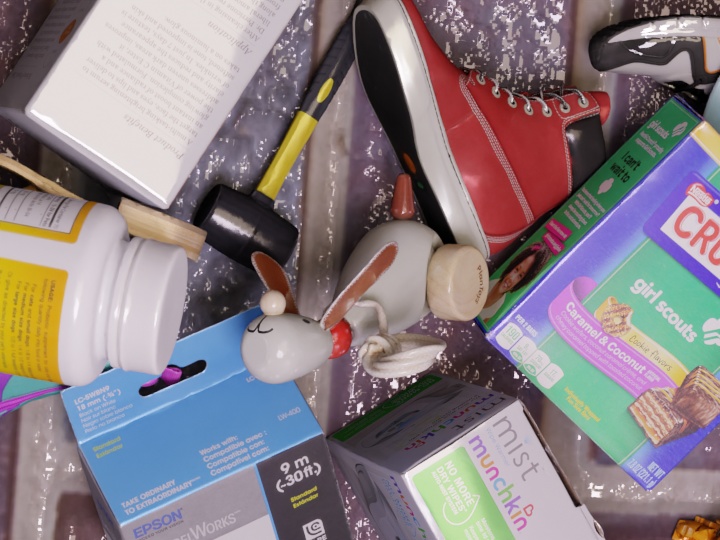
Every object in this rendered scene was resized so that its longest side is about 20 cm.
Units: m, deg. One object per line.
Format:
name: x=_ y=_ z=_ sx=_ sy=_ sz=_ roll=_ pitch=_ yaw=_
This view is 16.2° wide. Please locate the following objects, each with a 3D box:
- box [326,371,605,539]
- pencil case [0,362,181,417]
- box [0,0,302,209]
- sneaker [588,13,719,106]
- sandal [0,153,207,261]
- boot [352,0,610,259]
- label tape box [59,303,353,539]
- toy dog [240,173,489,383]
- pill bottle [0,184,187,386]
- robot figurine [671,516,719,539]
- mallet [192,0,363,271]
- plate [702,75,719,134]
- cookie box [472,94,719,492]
box: x=0.085 y=0.178 z=1.633 sx=0.096 sy=0.176 sz=0.201 roll=-31 pitch=102 yaw=-12
pencil case: x=-0.220 y=0.056 z=1.581 sx=0.199 sy=0.085 sz=0.093 roll=-18 pitch=66 yaw=-15
box: x=-0.122 y=-0.152 z=1.563 sx=0.106 sy=0.152 sz=0.200 roll=34 pitch=85 yaw=-17
sneaker: x=0.249 y=-0.134 z=1.712 sx=0.199 sy=0.074 sz=0.080 roll=1 pitch=96 yaw=-16
sandal: x=-0.205 y=-0.029 z=1.569 sx=0.211 sy=0.078 sz=0.070 roll=21 pitch=88 yaw=-1
boot: x=0.086 y=-0.118 z=1.661 sx=0.144 sy=0.072 sz=0.201 roll=-31 pitch=117 yaw=-13
label tape box: x=-0.091 y=0.142 z=1.600 sx=0.144 sy=0.063 sz=0.201 roll=-24 pitch=125 yaw=-13
toy dog: x=0.000 y=0.000 z=1.589 sx=0.131 sy=0.200 sz=0.097 roll=-6 pitch=101 yaw=17
pill bottle: x=-0.207 y=0.006 z=1.498 sx=0.199 sy=0.109 sz=0.110 roll=11 pitch=91 yaw=6
robot figurine: x=0.254 y=0.228 z=1.672 sx=0.058 sy=0.200 sz=0.146 roll=22 pitch=87 yaw=-16
mallet: x=-0.030 y=-0.088 z=1.657 sx=0.066 sy=0.041 sz=0.200 roll=38 pitch=79 yaw=-15
plate: x=0.323 y=-0.102 z=1.711 sx=0.199 sy=0.026 sz=0.201 roll=-11 pitch=128 yaw=-15
cookie box: x=0.199 y=0.015 z=1.677 sx=0.200 sy=0.075 sz=0.171 roll=-45 pitch=112 yaw=5
